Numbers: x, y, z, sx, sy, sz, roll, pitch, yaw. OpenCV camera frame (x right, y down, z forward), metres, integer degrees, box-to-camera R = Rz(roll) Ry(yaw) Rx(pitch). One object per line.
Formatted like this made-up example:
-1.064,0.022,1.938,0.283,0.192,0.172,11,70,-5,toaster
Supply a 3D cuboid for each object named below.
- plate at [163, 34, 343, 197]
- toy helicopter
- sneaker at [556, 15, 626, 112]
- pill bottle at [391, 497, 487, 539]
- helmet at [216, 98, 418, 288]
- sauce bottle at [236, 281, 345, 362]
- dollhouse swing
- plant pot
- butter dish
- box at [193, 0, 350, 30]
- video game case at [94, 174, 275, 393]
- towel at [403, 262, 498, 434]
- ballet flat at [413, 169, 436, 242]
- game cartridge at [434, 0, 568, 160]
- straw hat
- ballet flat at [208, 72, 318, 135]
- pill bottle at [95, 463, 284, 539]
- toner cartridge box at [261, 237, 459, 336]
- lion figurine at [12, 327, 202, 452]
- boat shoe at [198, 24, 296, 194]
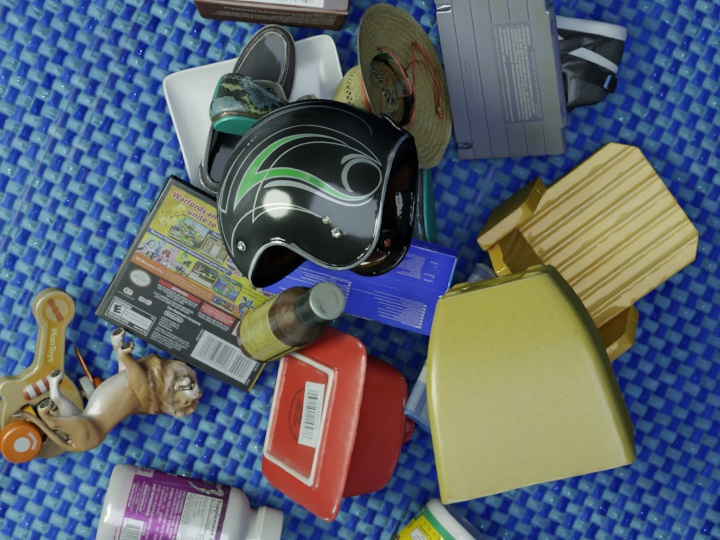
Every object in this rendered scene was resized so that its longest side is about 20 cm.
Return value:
-0.103,-0.147,1.668,0.199,0.032,0.200,-15,96,-1,plate
-0.340,0.116,1.650,0.132,0.079,0.200,1,107,-26,toy helicopter
0.198,-0.233,1.660,0.199,0.073,0.112,7,94,-6,sneaker
0.057,0.367,1.684,0.113,0.113,0.200,43,91,-6,pill bottle
-0.050,-0.074,1.499,0.190,0.200,0.201,9,95,16,helmet
-0.072,0.053,1.566,0.065,0.200,0.065,7,75,-25,sauce bottle
0.268,-0.022,1.643,0.176,0.182,0.200,-34,97,21,dollhouse swing
0.161,0.104,1.511,0.195,0.194,0.200,-15,92,10,plant pot
-0.008,0.166,1.647,0.148,0.199,0.200,9,95,-28,butter dish
-0.090,-0.351,1.567,0.165,0.200,0.165,4,95,-4,box
-0.169,0.017,1.660,0.200,0.026,0.181,28,101,-12,video game case
0.137,0.108,1.652,0.147,0.024,0.200,41,68,-32,towel
0.057,-0.026,1.667,0.074,0.074,0.201,-8,92,-3,ballet flat
0.158,-0.221,1.630,0.129,0.038,0.200,-3,116,15,game cartridge
0.018,-0.192,1.624,0.085,0.201,0.201,-15,97,30,straw hat
-0.075,-0.167,1.592,0.200,0.074,0.074,17,95,-42,ballet flat
-0.191,0.290,1.661,0.200,0.112,0.113,13,94,-5,pill bottle
0.000,0.000,1.615,0.200,0.043,0.095,16,104,3,toner cartridge box
-0.277,0.148,1.636,0.200,0.072,0.123,-31,123,-17,lion figurine
-0.122,-0.176,1.617,0.073,0.063,0.200,23,92,-3,boat shoe
